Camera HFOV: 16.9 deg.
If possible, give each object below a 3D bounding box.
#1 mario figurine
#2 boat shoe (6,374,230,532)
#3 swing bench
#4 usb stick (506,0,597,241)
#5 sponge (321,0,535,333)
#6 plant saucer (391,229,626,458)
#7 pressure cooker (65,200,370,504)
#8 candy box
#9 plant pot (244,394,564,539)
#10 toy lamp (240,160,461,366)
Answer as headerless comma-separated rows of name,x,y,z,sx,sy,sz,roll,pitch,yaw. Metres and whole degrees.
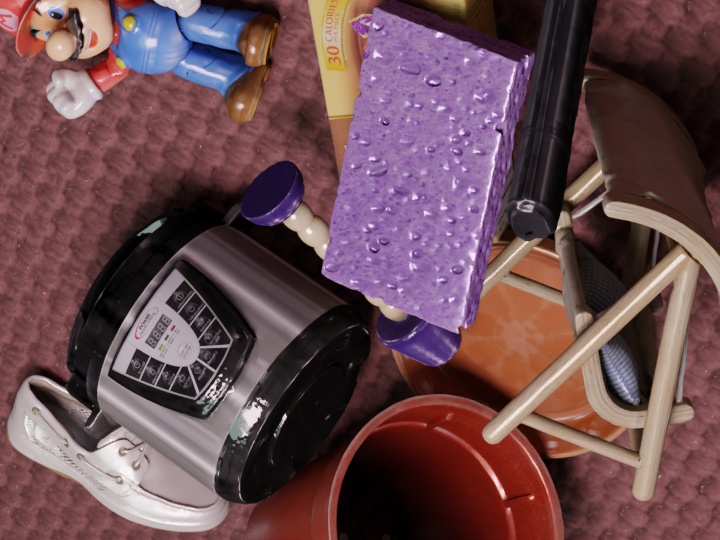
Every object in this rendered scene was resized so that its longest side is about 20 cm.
mario figurine,-0.165,-0.157,1.703,0.200,0.106,0.124,15,95,3
boat shoe,-0.196,0.147,1.973,0.200,0.071,0.069,24,133,7
swing bench,0.170,0.004,1.595,0.130,0.199,0.200,21,117,-11
usb stick,0.125,-0.116,1.554,0.033,0.200,0.055,5,158,18
sponge,0.043,-0.068,1.614,0.111,0.030,0.200,22,117,22
plant saucer,0.119,0.052,1.790,0.200,0.032,0.200,12,128,15
pressure cooker,-0.116,0.057,1.792,0.200,0.176,0.179,35,136,18
candy box,0.038,-0.118,1.681,0.117,0.056,0.200,5,126,21
plant pot,0.018,0.208,1.840,0.201,0.201,0.195,45,151,-13
toy lamp,0.000,0.000,1.724,0.058,0.058,0.200,-20,132,34
